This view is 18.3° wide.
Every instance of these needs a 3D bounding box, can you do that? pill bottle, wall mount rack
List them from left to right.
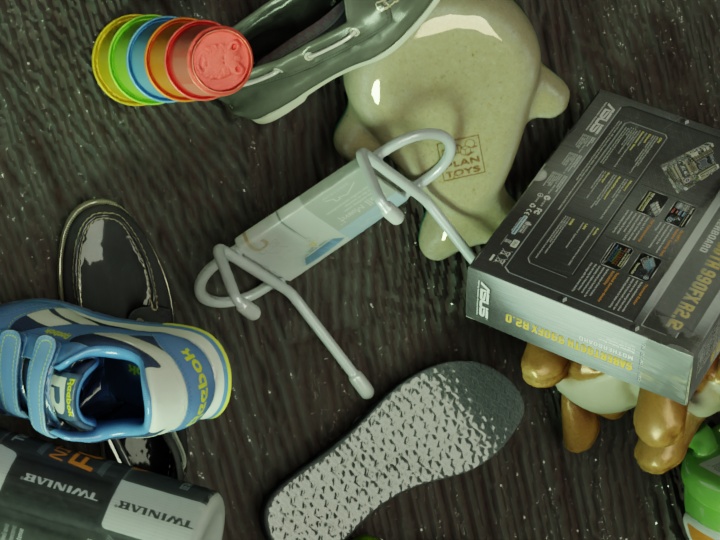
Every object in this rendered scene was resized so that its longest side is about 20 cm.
[{"bbox_3d":[-0.192,0.160,1.375,0.199,0.106,0.107,15,89,7],"label":"pill bottle"},{"bbox_3d":[0.000,0.000,1.446,0.200,0.075,0.174,-33,148,15],"label":"wall mount rack"}]

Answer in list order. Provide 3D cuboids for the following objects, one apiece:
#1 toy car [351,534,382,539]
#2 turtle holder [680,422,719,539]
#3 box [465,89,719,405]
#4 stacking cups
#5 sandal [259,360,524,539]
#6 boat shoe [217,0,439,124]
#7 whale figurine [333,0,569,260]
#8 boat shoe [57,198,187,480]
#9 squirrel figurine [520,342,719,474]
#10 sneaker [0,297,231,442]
[{"bbox_3d":[0.074,0.270,1.451,0.164,0.200,0.159,19,88,-19],"label":"toy car"},{"bbox_3d":[0.306,0.159,1.573,0.185,0.140,0.132,-39,129,-53],"label":"turtle holder"},{"bbox_3d":[0.182,-0.020,1.448,0.200,0.158,0.048,-53,155,-37],"label":"box"},{"bbox_3d":[-0.116,-0.126,1.352,0.060,0.200,0.061,-2,97,-17],"label":"stacking cups"},{"bbox_3d":[0.017,0.123,1.506,0.200,0.043,0.076,-29,92,-13],"label":"sandal"},{"bbox_3d":[-0.022,-0.157,1.398,0.057,0.200,0.067,25,44,-39],"label":"boat shoe"},{"bbox_3d":[0.058,-0.107,1.481,0.158,0.104,0.201,-14,122,1],"label":"whale figurine"},{"bbox_3d":[-0.145,0.053,1.429,0.072,0.063,0.201,-12,98,-18],"label":"boat shoe"},{"bbox_3d":[0.229,0.037,1.493,0.142,0.186,0.201,63,41,-53],"label":"squirrel figurine"},{"bbox_3d":[-0.182,0.063,1.364,0.199,0.082,0.074,1,106,24],"label":"sneaker"}]
